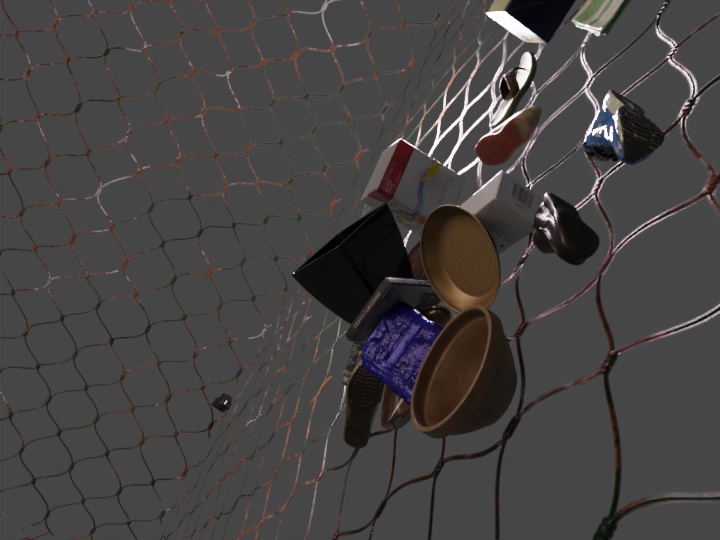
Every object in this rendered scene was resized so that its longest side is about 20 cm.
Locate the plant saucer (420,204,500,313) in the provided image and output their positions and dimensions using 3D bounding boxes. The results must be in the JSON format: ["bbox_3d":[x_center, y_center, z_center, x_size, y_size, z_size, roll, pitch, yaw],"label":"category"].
[{"bbox_3d":[0.183,-0.021,1.190,0.035,0.203,0.200,-19,-12,-31],"label":"plant saucer"}]

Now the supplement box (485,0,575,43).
[{"bbox_3d":[0.433,-0.682,1.635,0.202,0.133,0.200,-57,13,15],"label":"supplement box"}]

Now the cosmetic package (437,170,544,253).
[{"bbox_3d":[0.232,-0.085,1.221,0.200,0.101,0.075,-45,18,54],"label":"cosmetic package"}]

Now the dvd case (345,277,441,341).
[{"bbox_3d":[0.076,0.080,1.330,0.151,0.198,0.025,-54,55,24],"label":"dvd case"}]

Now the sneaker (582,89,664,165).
[{"bbox_3d":[0.375,-0.189,0.971,0.090,0.077,0.201,-61,3,30],"label":"sneaker"}]

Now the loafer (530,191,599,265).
[{"bbox_3d":[0.295,-0.049,0.987,0.072,0.072,0.201,-61,4,24],"label":"loafer"}]

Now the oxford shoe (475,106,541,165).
[{"bbox_3d":[0.318,-0.284,1.429,0.074,0.071,0.199,-43,8,-25],"label":"oxford shoe"}]

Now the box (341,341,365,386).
[{"bbox_3d":[0.026,0.180,1.522,0.200,0.047,0.197,167,123,-73],"label":"box"}]

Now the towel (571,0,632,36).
[{"bbox_3d":[0.500,-0.548,1.341,0.154,0.023,0.201,-55,14,21],"label":"towel"}]

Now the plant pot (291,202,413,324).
[{"bbox_3d":[0.000,0.000,1.510,0.198,0.179,0.200,-28,10,47],"label":"plant pot"}]

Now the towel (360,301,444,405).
[{"bbox_3d":[0.088,0.150,1.204,0.199,0.049,0.149,32,90,50],"label":"towel"}]

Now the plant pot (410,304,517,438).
[{"bbox_3d":[0.163,0.160,0.978,0.202,0.092,0.202,-56,15,22],"label":"plant pot"}]

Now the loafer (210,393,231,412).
[{"bbox_3d":[-0.659,0.634,3.228,0.199,0.073,0.072,-21,35,58],"label":"loafer"}]

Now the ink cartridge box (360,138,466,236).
[{"bbox_3d":[0.129,-0.197,1.646,0.147,0.197,0.145,-65,13,-12],"label":"ink cartridge box"}]

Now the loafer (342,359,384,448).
[{"bbox_3d":[0.005,0.257,1.350,0.068,0.074,0.204,-66,-9,-71],"label":"loafer"}]

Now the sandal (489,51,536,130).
[{"bbox_3d":[0.354,-0.428,1.575,0.204,0.057,0.080,-62,13,-4],"label":"sandal"}]

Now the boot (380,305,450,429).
[{"bbox_3d":[0.101,0.185,1.248,0.187,0.063,0.202,-52,17,44],"label":"boot"}]

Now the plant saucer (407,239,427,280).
[{"bbox_3d":[0.125,0.017,1.571,0.202,0.034,0.201,-58,12,20],"label":"plant saucer"}]
